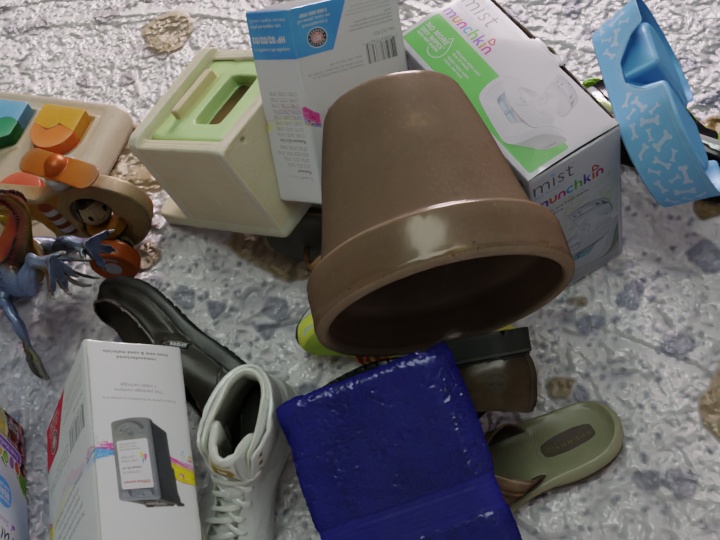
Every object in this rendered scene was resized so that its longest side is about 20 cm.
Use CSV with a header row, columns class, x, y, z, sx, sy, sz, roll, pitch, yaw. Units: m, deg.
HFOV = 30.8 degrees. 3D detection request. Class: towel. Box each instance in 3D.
class,x,y,z,sx,sy,sz,roll,pitch,yaw
towel,0.034,0.169,0.978,0.146,0.050,0.202,-20,90,9

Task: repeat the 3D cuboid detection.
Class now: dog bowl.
class,x,y,z,sx,sy,sz,roll,pitch,yaw
dog bowl,0.242,-0.136,1.076,0.049,0.111,0.201,-27,47,22

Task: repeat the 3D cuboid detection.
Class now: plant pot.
class,x,y,z,sx,sy,sz,roll,pitch,yaw
plant pot,0.046,-0.051,0.992,0.198,0.200,0.176,-14,70,3

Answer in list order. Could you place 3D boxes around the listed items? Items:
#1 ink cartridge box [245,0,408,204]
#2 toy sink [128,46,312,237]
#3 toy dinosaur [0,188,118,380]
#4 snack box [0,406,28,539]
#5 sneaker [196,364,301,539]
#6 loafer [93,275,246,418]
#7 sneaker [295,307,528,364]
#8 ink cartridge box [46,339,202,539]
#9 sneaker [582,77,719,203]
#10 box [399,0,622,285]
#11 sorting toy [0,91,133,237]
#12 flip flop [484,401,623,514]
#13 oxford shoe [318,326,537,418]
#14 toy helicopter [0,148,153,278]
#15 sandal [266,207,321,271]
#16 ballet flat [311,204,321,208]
class,x,y,z,sx,sy,sz,roll,pitch,yaw
ink cartridge box,-0.016,-0.128,1.095,0.114,0.202,0.068,-21,19,-35
toy sink,-0.120,-0.121,1.183,0.199,0.112,0.131,9,56,49
toy dinosaur,-0.297,-0.010,1.159,0.180,0.201,0.105,-1,39,40
snack box,-0.327,0.184,1.040,0.067,0.169,0.201,-16,56,6
sneaker,-0.104,0.171,1.011,0.073,0.116,0.202,10,76,15
loafer,-0.170,0.074,1.133,0.199,0.073,0.071,32,67,29
sneaker,0.039,0.065,1.092,0.198,0.078,0.091,-1,64,15
ink cartridge box,-0.188,0.177,1.019,0.085,0.148,0.201,5,52,-26
sneaker,0.279,-0.131,1.167,0.199,0.072,0.083,27,65,27
box,0.132,-0.108,1.123,0.096,0.177,0.200,-31,56,-9
sorting toy,-0.352,-0.107,1.319,0.198,0.037,0.186,12,60,20
flip flop,0.115,0.155,1.024,0.199,0.058,0.081,-25,55,-4
oxford shoe,0.043,0.106,1.020,0.198,0.073,0.085,-15,85,26
toy helicopter,-0.290,-0.065,1.203,0.198,0.133,0.080,7,58,4
sandal,0.000,0.000,1.146,0.198,0.082,0.055,22,63,17
ballet flat,-0.008,-0.061,1.188,0.198,0.071,0.070,16,63,22
